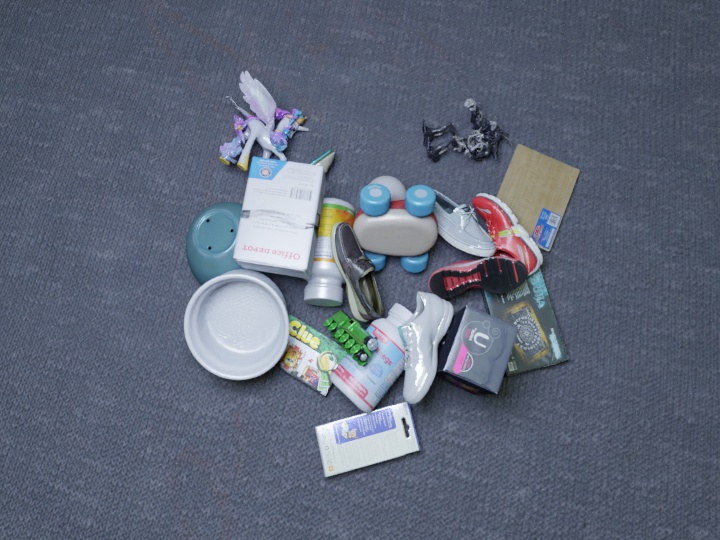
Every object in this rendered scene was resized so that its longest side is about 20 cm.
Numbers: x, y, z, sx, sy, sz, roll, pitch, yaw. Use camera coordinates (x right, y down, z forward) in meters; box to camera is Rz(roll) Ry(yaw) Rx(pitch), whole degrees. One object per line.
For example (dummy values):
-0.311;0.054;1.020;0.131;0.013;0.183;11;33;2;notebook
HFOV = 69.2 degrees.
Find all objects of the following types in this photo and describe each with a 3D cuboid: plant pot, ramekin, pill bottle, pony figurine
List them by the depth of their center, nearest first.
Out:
-0.231;0.097;1.012;0.193;0.098;0.208;-1;102;-3;ramekin
0.038;0.169;1.030;0.108;0.109;0.201;38;80;11;pill bottle
-0.069;-0.035;1.083;0.107;0.111;0.207;3;76;3;pill bottle
-0.280;-0.057;1.085;0.193;0.135;0.207;0;77;2;plant pot
-0.224;-0.309;1.152;0.191;0.165;0.204;35;74;-23;pony figurine

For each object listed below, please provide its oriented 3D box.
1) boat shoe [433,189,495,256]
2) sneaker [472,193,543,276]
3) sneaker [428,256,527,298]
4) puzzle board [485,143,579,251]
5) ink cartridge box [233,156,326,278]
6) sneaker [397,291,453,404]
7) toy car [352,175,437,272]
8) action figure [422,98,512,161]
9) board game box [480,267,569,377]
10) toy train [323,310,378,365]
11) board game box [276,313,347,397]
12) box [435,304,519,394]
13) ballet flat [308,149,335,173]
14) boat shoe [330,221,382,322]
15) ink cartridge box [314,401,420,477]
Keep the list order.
0.199;-0.103;1.073;0.069;0.073;0.200;-19;45;-38;boat shoe
0.290;-0.072;1.078;0.084;0.077;0.202;-36;74;-3;sneaker
0.236;0.001;1.060;0.194;0.087;0.076;-7;108;17;sneaker
0.377;-0.160;1.145;0.147;0.017;0.205;24;79;7;puzzle board
-0.151;-0.099;1.004;0.140;0.084;0.207;8;77;3;ink cartridge box
0.102;0.139;0.968;0.087;0.075;0.205;25;72;-18;sneaker
0.072;-0.134;1.097;0.171;0.188;0.204;1;47;1;toy car
0.237;-0.298;1.141;0.193;0.103;0.122;-7;64;2;action figure
0.334;0.101;1.076;0.131;0.028;0.206;-12;76;-1;board game box
-0.018;0.125;1.012;0.056;0.199;0.042;-37;113;-10;toy train
-0.129;0.163;1.084;0.196;0.024;0.107;29;77;8;board game box
0.205;0.155;0.979;0.103;0.200;0.125;22;77;5;box
-0.130;-0.191;1.159;0.197;0.067;0.063;-33;105;-2;ballet flat
0.000;0.000;1.023;0.073;0.064;0.206;-30;106;-46;boat shoe
0.013;0.331;1.030;0.194;0.037;0.098;-16;75;1;ink cartridge box
